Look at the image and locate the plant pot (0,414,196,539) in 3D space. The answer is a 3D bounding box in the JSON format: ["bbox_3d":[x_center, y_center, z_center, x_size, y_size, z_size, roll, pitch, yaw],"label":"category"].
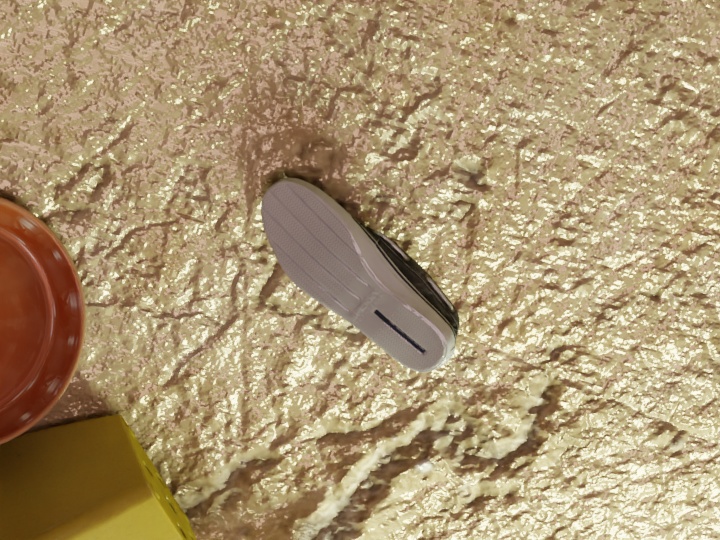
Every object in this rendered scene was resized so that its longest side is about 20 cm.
[{"bbox_3d":[-0.231,0.240,1.204,0.176,0.200,0.201,-30,119,-6],"label":"plant pot"}]

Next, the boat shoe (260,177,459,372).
[{"bbox_3d":[0.000,0.000,1.183,0.200,0.071,0.072,46,116,-6],"label":"boat shoe"}]

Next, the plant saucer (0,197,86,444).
[{"bbox_3d":[-0.311,0.039,1.123,0.199,0.032,0.202,-2,94,-32],"label":"plant saucer"}]
